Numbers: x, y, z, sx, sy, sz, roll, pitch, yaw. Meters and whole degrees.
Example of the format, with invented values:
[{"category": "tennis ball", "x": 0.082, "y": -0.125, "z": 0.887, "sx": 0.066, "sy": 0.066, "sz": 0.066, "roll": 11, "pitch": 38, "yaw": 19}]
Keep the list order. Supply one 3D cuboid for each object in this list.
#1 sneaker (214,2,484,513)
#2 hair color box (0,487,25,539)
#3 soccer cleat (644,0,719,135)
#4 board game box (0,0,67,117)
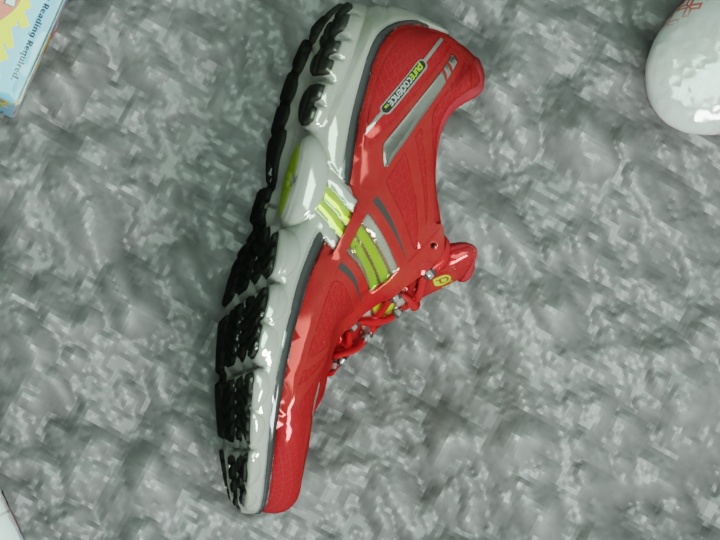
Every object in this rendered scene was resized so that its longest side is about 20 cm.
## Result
[{"category": "sneaker", "x": 0.000, "y": 0.000, "z": 1.112, "sx": 0.085, "sy": 0.077, "sz": 0.200, "roll": 17, "pitch": 88, "yaw": -13}, {"category": "hair color box", "x": -0.151, "y": 0.160, "z": 1.094, "sx": 0.099, "sy": 0.061, "sz": 0.200, "roll": -25, "pitch": 94, "yaw": -8}, {"category": "soccer cleat", "x": 0.203, "y": -0.108, "z": 1.134, "sx": 0.200, "sy": 0.085, "sz": 0.069, "roll": -21, "pitch": 93, "yaw": -8}, {"category": "board game box", "x": -0.196, "y": -0.143, "z": 1.066, "sx": 0.200, "sy": 0.105, "sz": 0.103, "roll": 24, "pitch": 87, "yaw": -7}]
